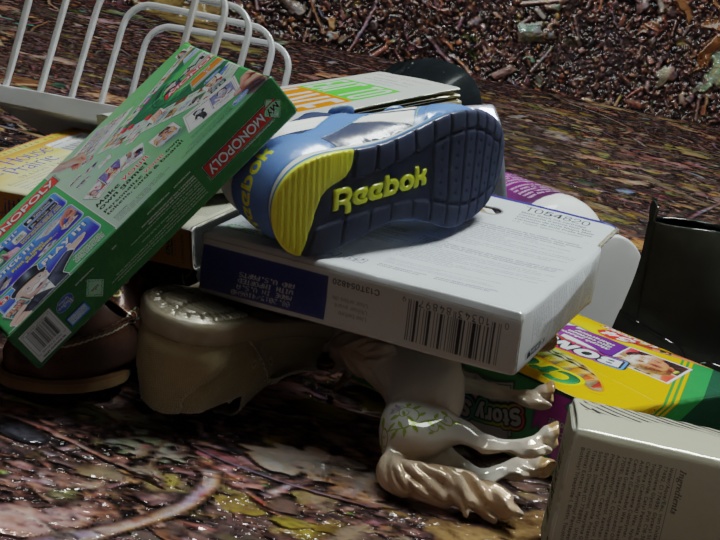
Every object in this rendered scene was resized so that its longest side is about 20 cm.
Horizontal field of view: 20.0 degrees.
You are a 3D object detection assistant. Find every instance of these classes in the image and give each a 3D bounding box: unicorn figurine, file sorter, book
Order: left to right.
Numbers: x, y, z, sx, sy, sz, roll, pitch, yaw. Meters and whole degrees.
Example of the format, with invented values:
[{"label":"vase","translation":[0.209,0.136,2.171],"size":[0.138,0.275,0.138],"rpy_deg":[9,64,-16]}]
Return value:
[{"label":"file sorter","translation":[-0.147,-0.141,1.462],"size":[0.138,0.126,0.200],"rpy_deg":[12,-8,20]},{"label":"book","translation":[-0.052,-0.089,1.299],"size":[0.199,0.048,0.133],"rpy_deg":[-11,19,-24]},{"label":"unicorn figurine","translation":[0.044,0.071,1.169],"size":[0.136,0.075,0.200],"rpy_deg":[1,18,4]}]

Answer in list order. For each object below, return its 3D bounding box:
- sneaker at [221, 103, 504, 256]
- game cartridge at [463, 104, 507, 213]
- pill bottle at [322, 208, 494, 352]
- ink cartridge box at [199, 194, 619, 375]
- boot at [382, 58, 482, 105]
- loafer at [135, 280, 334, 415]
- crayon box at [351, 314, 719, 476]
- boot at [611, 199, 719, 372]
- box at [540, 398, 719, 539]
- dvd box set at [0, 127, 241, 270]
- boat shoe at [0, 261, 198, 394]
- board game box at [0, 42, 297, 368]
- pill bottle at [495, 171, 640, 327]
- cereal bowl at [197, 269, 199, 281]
[{"label":"sneaker","translation":[0.004,-0.062,1.180],"size":[0.199,0.075,0.082],"rpy_deg":[-10,23,-43]},{"label":"game cartridge","translation":[0.007,-0.060,1.464],"size":[0.198,0.041,0.134],"rpy_deg":[-14,-30,0]},{"label":"pill bottle","translation":[0.000,0.000,1.387],"size":[0.199,0.112,0.111],"rpy_deg":[0,16,-42]},{"label":"ink cartridge box","translation":[0.034,-0.006,1.202],"size":[0.198,0.041,0.200],"rpy_deg":[14,21,20]},{"label":"boot","translation":[-0.019,-0.105,1.613],"size":[0.199,0.077,0.168],"rpy_deg":[-5,21,37]},{"label":"loafer","translation":[-0.080,0.046,1.196],"size":[0.075,0.069,0.200],"rpy_deg":[26,9,22]},{"label":"crayon box","translation":[0.122,0.071,1.299],"size":[0.199,0.059,0.172],"rpy_deg":[23,15,38]},{"label":"boot","translation":[0.274,0.040,1.406],"size":[0.198,0.140,0.077],"rpy_deg":[12,11,-5]},{"label":"box","translation":[0.197,0.130,1.052],"size":[0.198,0.083,0.068],"rpy_deg":[14,11,1]},{"label":"dvd box set","translation":[-0.146,-0.048,1.287],"size":[0.199,0.030,0.146],"rpy_deg":[11,21,27]},{"label":"boat shoe","translation":[-0.153,0.026,1.219],"size":[0.070,0.071,0.200],"rpy_deg":[12,12,16]},{"label":"board game box","translation":[-0.138,-0.042,1.151],"size":[0.029,0.200,0.134],"rpy_deg":[49,-9,-27]},{"label":"pill bottle","translation":[0.118,-0.014,1.567],"size":[0.112,0.113,0.199],"rpy_deg":[2,15,-40]},{"label":"cereal bowl","translation":[-0.169,-0.030,1.432],"size":[0.198,0.084,0.200],"rpy_deg":[12,12,-3]}]
